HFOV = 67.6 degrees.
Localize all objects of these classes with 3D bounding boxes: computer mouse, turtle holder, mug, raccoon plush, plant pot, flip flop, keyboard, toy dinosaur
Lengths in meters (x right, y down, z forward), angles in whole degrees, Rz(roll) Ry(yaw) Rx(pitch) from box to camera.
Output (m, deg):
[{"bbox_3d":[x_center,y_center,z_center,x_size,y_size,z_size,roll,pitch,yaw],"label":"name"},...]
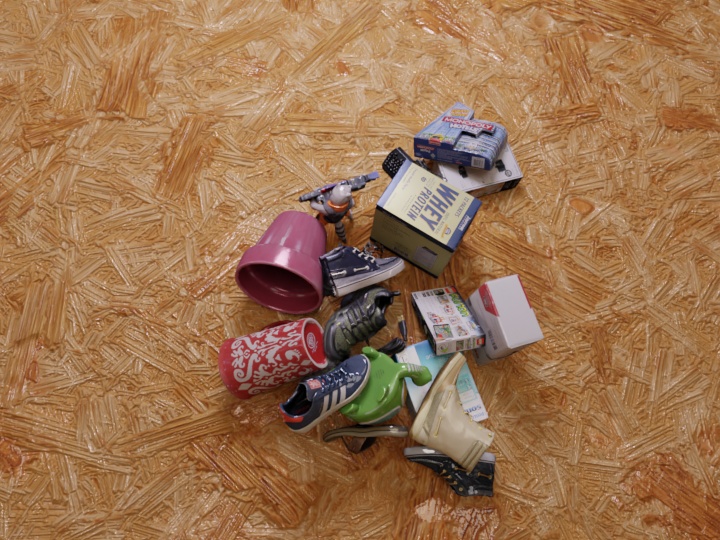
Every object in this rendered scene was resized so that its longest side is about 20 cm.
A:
[{"bbox_3d":[0.026,0.109,1.199,0.140,0.046,0.200,-19,51,7],"label":"computer mouse"},{"bbox_3d":[0.039,0.235,1.105,0.186,0.132,0.141,-46,45,-5],"label":"turtle holder"},{"bbox_3d":[-0.178,0.160,1.132,0.199,0.133,0.178,-20,54,21],"label":"mug"},{"bbox_3d":[-0.083,0.219,1.152,0.096,0.134,0.201,15,71,3],"label":"raccoon plush"},{"bbox_3d":[-0.159,-0.027,1.215,0.199,0.200,0.179,14,55,1],"label":"plant pot"},{"bbox_3d":[0.007,0.348,1.106,0.199,0.081,0.058,-11,77,28],"label":"flip flop"},{"bbox_3d":[0.136,-0.227,1.336,0.200,0.104,0.040,47,35,12],"label":"keyboard"},{"bbox_3d":[0.000,0.000,1.241,0.135,0.102,0.200,18,27,-3],"label":"toy dinosaur"}]

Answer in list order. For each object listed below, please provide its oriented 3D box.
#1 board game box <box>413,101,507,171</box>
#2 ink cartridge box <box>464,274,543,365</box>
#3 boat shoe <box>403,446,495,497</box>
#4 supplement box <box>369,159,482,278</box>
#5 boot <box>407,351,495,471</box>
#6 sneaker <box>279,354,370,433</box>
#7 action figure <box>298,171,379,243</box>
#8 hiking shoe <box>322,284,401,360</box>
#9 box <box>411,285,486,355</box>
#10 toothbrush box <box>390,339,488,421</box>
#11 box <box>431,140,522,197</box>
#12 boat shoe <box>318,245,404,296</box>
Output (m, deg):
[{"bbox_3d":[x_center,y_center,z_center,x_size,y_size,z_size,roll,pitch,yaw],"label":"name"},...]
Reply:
[{"bbox_3d":[0.263,-0.347,1.358,0.199,0.062,0.200,16,50,21],"label":"board game box"},{"bbox_3d":[0.300,0.113,1.179,0.083,0.200,0.147,-14,73,-11],"label":"ink cartridge box"},{"bbox_3d":[0.188,0.424,1.132,0.199,0.071,0.091,7,67,-3],"label":"boat shoe"},{"bbox_3d":[0.143,-0.112,1.244,0.200,0.200,0.134,31,72,7],"label":"supplement box"},{"bbox_3d":[0.206,0.283,1.089,0.155,0.073,0.200,28,79,10],"label":"boot"},{"bbox_3d":[-0.068,0.223,1.024,0.200,0.085,0.075,-41,44,-11],"label":"sneaker"},{"bbox_3d":[-0.035,-0.149,1.249,0.199,0.194,0.105,-23,75,-11],"label":"action figure"},{"bbox_3d":[0.001,0.105,1.120,0.076,0.101,0.200,52,60,-31],"label":"hiking shoe"},{"bbox_3d":[0.190,0.106,1.195,0.110,0.035,0.200,-9,30,-6],"label":"box"},{"bbox_3d":[0.169,0.255,1.183,0.146,0.085,0.201,-17,74,-8],"label":"toothbrush box"},{"bbox_3d":[0.295,-0.251,1.374,0.199,0.060,0.117,-16,73,-9],"label":"box"},{"bbox_3d":[0.004,-0.017,1.157,0.200,0.075,0.093,-22,103,-29],"label":"boat shoe"}]
